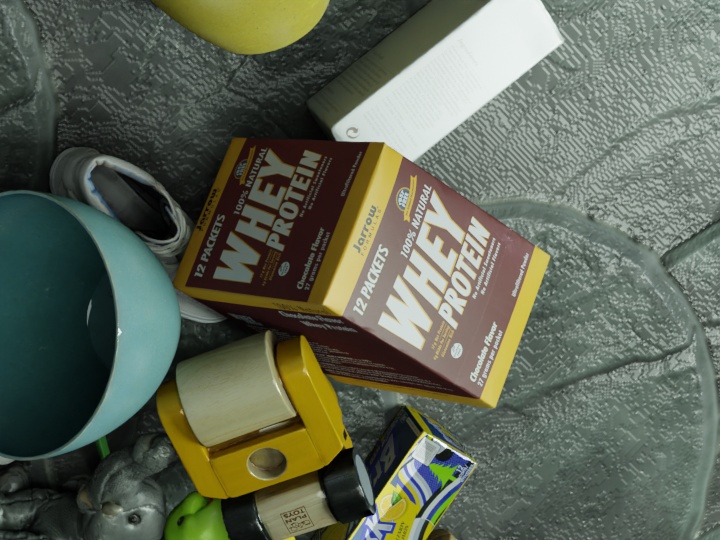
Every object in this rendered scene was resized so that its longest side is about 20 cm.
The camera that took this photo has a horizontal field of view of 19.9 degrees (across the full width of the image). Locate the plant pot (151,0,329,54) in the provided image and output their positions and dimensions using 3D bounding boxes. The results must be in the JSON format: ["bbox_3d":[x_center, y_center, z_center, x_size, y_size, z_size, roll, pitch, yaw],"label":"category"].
[{"bbox_3d":[-0.092,-0.252,1.574,0.199,0.200,0.142,-26,137,-6],"label":"plant pot"}]

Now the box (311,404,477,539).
[{"bbox_3d":[0.016,0.223,1.797,0.064,0.070,0.201,32,96,-21],"label":"box"}]

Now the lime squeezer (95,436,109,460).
[{"bbox_3d":[-0.209,0.104,1.726,0.070,0.038,0.201,-2,110,-47],"label":"lime squeezer"}]

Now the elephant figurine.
[{"bbox_3d":[-0.214,0.213,1.683,0.199,0.155,0.142,-14,90,9],"label":"elephant figurine"}]

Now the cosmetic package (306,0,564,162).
[{"bbox_3d":[0.059,-0.162,1.674,0.200,0.102,0.074,-37,113,0],"label":"cosmetic package"}]

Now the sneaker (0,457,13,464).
[{"bbox_3d":[-0.328,0.073,1.661,0.080,0.076,0.201,-25,107,16],"label":"sneaker"}]

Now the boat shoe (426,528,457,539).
[{"bbox_3d":[0.028,0.324,1.832,0.200,0.071,0.069,-43,111,0],"label":"boat shoe"}]

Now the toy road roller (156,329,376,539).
[{"bbox_3d":[-0.074,0.119,1.651,0.122,0.146,0.201,-19,123,9],"label":"toy road roller"}]

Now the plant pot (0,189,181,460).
[{"bbox_3d":[-0.217,0.041,1.577,0.134,0.199,0.201,0,112,-55],"label":"plant pot"}]

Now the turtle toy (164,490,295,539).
[{"bbox_3d":[-0.123,0.270,1.733,0.101,0.146,0.201,17,126,9],"label":"turtle toy"}]

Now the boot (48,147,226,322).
[{"bbox_3d":[-0.163,-0.022,1.653,0.200,0.095,0.074,39,80,-22],"label":"boot"}]

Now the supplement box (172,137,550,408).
[{"bbox_3d":[0.000,0.000,1.613,0.200,0.197,0.133,32,74,-37],"label":"supplement box"}]
